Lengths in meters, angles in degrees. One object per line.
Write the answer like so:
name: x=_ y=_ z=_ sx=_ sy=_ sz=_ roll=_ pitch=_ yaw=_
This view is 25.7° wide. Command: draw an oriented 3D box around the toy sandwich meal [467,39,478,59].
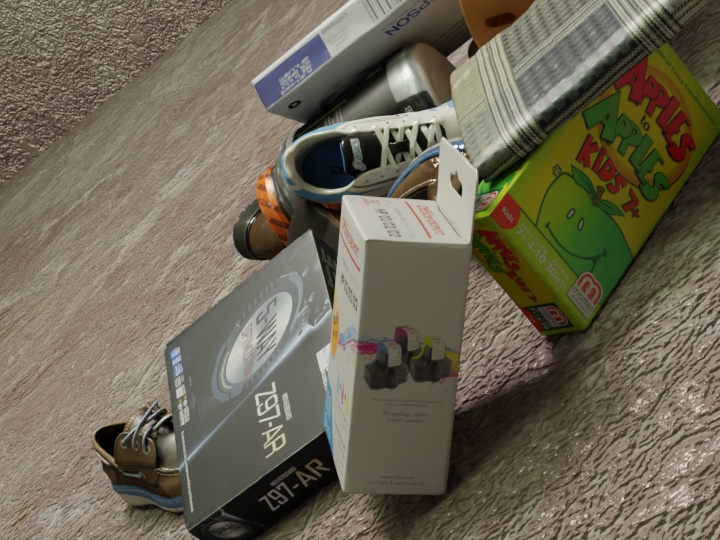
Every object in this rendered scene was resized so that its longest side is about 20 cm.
toy sandwich meal: x=0.185 y=-0.224 z=1.405 sx=0.205 sy=0.070 sz=0.205 roll=-38 pitch=18 yaw=14

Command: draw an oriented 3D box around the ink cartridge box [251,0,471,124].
ink cartridge box: x=0.029 y=-0.197 z=1.438 sx=0.199 sy=0.041 sz=0.200 roll=-36 pitch=-19 yaw=23

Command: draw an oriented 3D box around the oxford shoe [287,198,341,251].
oxford shoe: x=0.000 y=0.000 z=1.276 sx=0.072 sy=0.071 sz=0.200 roll=-67 pitch=24 yaw=21

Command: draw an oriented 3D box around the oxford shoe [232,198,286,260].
oxford shoe: x=-0.035 y=-0.081 z=1.581 sx=0.084 sy=0.073 sz=0.200 roll=7 pitch=52 yaw=47

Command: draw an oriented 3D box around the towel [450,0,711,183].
towel: x=0.144 y=-0.151 z=1.056 sx=0.192 sy=0.035 sz=0.200 roll=-41 pitch=20 yaw=16

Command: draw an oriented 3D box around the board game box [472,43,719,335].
board game box: x=0.153 y=-0.066 z=1.042 sx=0.200 sy=0.102 sz=0.048 roll=-52 pitch=19 yaw=-27

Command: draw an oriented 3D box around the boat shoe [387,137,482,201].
boat shoe: x=0.088 y=-0.061 z=1.203 sx=0.199 sy=0.072 sz=0.073 roll=-28 pitch=24 yaw=39

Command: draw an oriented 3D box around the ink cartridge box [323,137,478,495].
ink cartridge box: x=0.022 y=0.024 z=0.979 sx=0.115 sy=0.067 sz=0.202 roll=-119 pitch=33 yaw=-73

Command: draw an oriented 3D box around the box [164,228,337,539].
box: x=-0.066 y=0.086 z=1.163 sx=0.160 sy=0.043 sz=0.201 roll=-37 pitch=37 yaw=18

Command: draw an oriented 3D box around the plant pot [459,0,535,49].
plant pot: x=0.152 y=-0.251 z=1.259 sx=0.139 sy=0.201 sz=0.201 roll=-13 pitch=27 yaw=17

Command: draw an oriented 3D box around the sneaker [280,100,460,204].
sneaker: x=0.029 y=-0.095 z=1.286 sx=0.198 sy=0.073 sz=0.072 roll=-13 pitch=0 yaw=19

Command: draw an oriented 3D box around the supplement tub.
supplement tub: x=0.010 y=-0.100 z=1.410 sx=0.199 sy=0.123 sz=0.123 roll=-34 pitch=19 yaw=24

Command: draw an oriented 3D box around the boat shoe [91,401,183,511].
boat shoe: x=-0.164 y=0.148 z=1.284 sx=0.199 sy=0.072 sz=0.072 roll=-19 pitch=28 yaw=52
